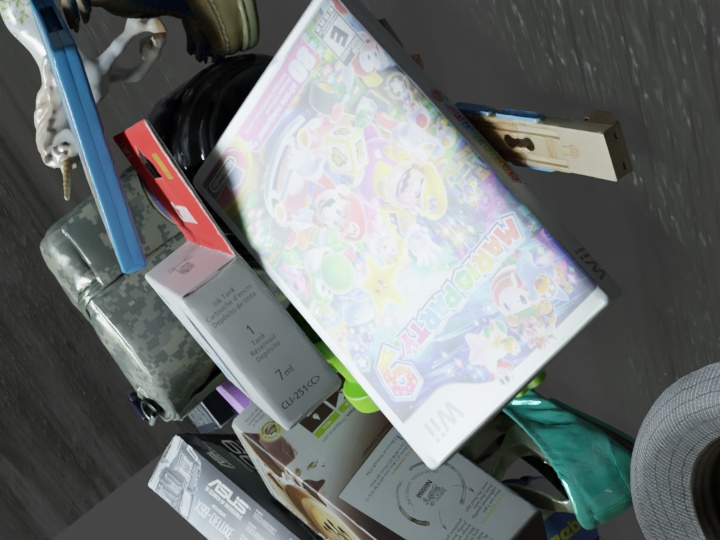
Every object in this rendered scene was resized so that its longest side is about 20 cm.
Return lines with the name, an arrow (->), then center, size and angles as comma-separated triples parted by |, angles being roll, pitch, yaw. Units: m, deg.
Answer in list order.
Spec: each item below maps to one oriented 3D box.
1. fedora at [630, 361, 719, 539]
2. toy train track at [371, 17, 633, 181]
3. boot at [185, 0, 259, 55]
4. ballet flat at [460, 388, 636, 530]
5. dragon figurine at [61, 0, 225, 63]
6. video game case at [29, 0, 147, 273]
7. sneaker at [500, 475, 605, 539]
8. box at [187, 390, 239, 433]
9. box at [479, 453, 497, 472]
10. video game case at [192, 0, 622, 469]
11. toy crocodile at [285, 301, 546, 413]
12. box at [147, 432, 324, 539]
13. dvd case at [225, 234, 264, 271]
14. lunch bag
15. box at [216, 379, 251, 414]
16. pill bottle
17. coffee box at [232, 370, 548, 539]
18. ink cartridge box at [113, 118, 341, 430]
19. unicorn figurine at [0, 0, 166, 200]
fedora -> 0.193, 0.085, 0.455 | 0.177, 0.090, 0.200 | 47, 158, 14
toy train track -> 0.059, -0.073, 0.620 | 0.200, 0.033, 0.115 | 19, 138, 55
boot -> -0.158, -0.184, 0.754 | 0.072, 0.155, 0.200 | 30, 153, 56
ballet flat -> 0.097, 0.102, 0.824 | 0.200, 0.070, 0.067 | 32, 156, 53
dragon figurine -> -0.154, -0.218, 0.838 | 0.059, 0.099, 0.200 | -8, 105, 65
video game case -> -0.181, -0.096, 0.847 | 0.200, 0.018, 0.143 | -130, 24, -64
sneaker -> 0.119, 0.194, 0.982 | 0.082, 0.074, 0.200 | 54, 158, 1
box -> -0.123, 0.075, 1.277 | 0.104, 0.148, 0.200 | 51, 166, 0
box -> 0.057, 0.155, 1.028 | 0.078, 0.095, 0.200 | 47, 163, 20
video game case -> 0.013, -0.019, 0.632 | 0.200, 0.018, 0.143 | 49, 127, 13
toy crocodile -> 0.026, 0.042, 0.761 | 0.200, 0.062, 0.068 | -1, 137, 50
box -> -0.039, 0.197, 0.973 | 0.200, 0.050, 0.158 | 35, -170, 28
dvd case -> 0.000, 0.000, 0.801 | 0.146, 0.022, 0.200 | 12, 178, -19
lunch bag -> -0.127, 0.001, 1.011 | 0.168, 0.200, 0.139 | 50, 166, 10
box -> -0.065, 0.052, 1.068 | 0.200, 0.137, 0.039 | 40, 162, 38
pill bottle -> -0.077, -0.080, 0.844 | 0.112, 0.112, 0.200 | 55, 164, -11
coffee box -> 0.022, 0.152, 0.841 | 0.200, 0.080, 0.113 | 32, 158, 32
ink cartridge box -> -0.099, -0.001, 0.765 | 0.176, 0.045, 0.200 | 53, 170, -11
unicorn figurine -> -0.220, -0.169, 1.000 | 0.200, 0.137, 0.074 | 54, 175, 3
